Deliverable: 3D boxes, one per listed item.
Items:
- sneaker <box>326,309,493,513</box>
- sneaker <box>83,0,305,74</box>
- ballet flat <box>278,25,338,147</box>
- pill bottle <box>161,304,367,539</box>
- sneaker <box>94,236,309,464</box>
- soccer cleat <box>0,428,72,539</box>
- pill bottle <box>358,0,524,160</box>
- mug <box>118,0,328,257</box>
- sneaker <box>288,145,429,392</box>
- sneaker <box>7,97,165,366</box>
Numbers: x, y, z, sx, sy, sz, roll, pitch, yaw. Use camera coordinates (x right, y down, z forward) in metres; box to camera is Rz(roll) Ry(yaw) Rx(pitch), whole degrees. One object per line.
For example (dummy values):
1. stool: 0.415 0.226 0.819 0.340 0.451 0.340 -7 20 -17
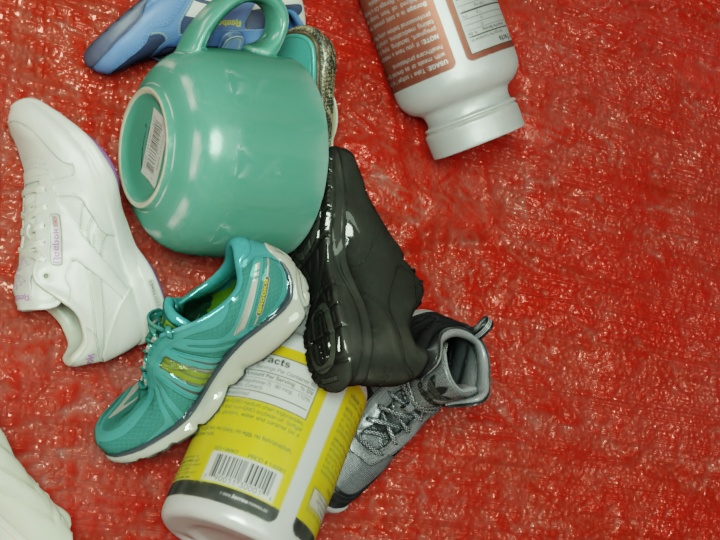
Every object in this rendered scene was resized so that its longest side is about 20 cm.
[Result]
1. sneaker: 0.033 0.108 1.017 0.075 0.114 0.200 45 64 -18
2. sneaker: -0.122 -0.192 0.989 0.199 0.074 0.083 -32 102 -28
3. ballet flat: -0.045 -0.094 1.023 0.075 0.067 0.202 3 94 -65
4. pill bottle: -0.061 0.117 0.956 0.114 0.114 0.201 35 60 -22
5. sneaker: -0.128 0.054 0.916 0.200 0.078 0.080 -47 127 7
6. soccer cleat: -0.245 0.164 0.879 0.077 0.069 0.201 -21 102 -36
7. pill bottle: 0.067 -0.203 1.079 0.112 0.112 0.201 -23 96 -30
8. mug: -0.112 -0.102 0.938 0.114 0.152 0.186 1 69 -34
9. sneaker: 0.000 0.000 0.942 0.090 0.076 0.201 7 61 -26
10. sneaker: -0.214 -0.026 0.911 0.099 0.075 0.201 -28 98 -31
